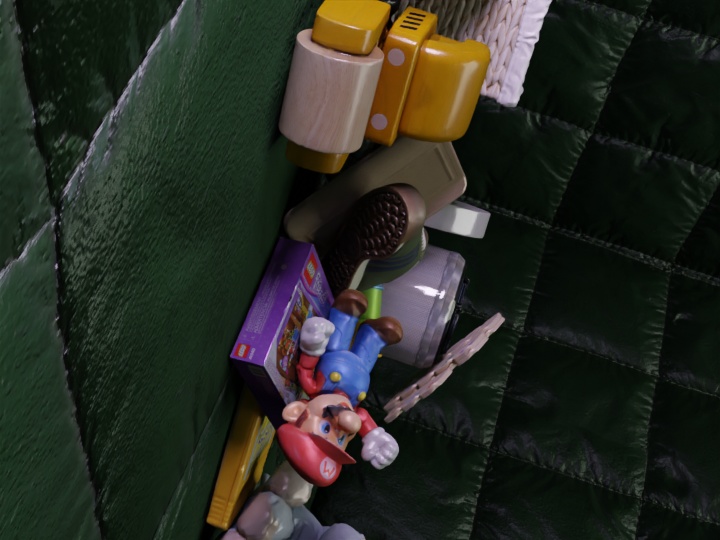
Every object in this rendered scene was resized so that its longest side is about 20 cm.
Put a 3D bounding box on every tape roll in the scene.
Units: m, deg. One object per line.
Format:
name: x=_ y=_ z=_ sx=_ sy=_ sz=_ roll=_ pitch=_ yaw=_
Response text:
tape roll: x=0.074 y=-0.089 z=1.359 sx=0.203 sy=0.202 sz=0.037 roll=-44 pitch=151 yaw=-80

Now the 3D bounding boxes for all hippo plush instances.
hippo plush: x=-0.081 y=0.333 z=1.183 sx=0.159 sy=0.161 sz=0.200 roll=-50 pitch=180 yaw=-26

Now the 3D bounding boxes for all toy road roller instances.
toy road roller: x=0.026 y=-0.159 z=0.851 sx=0.200 sy=0.146 sz=0.123 roll=-64 pitch=171 yaw=-60

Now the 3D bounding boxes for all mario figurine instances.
mario figurine: x=-0.009 y=0.117 z=0.991 sx=0.106 sy=0.123 sz=0.200 roll=98 pitch=10 yaw=-56

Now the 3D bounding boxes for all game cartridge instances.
game cartridge: x=-0.118 y=0.178 z=1.157 sx=0.176 sy=0.032 sz=0.201 roll=-52 pitch=158 yaw=-77

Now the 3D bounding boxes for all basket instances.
basket: x=0.124 y=-0.298 z=1.060 sx=0.198 sy=0.160 sz=0.201 roll=-59 pitch=167 yaw=-69

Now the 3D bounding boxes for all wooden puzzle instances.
wooden puzzle: x=0.019 y=-0.077 z=1.067 sx=0.185 sy=0.037 sz=0.200 roll=-35 pitch=161 yaw=5

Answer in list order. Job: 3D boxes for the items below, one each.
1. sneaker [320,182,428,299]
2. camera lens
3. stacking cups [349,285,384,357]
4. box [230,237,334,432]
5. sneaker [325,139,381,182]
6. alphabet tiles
sneaker: x=0.033 y=-0.037 z=1.028 sx=0.090 sy=0.067 sz=0.200 roll=-18 pitch=164 yaw=-31
camera lens: x=0.034 y=0.031 z=1.342 sx=0.160 sy=0.199 sz=0.161 roll=18 pitch=90 yaw=-85
stacking cups: x=0.000 y=0.000 z=1.185 sx=0.061 sy=0.060 sz=0.201 roll=29 pitch=64 yaw=-85
box: x=-0.067 y=0.078 z=1.041 sx=0.200 sy=0.039 sz=0.137 roll=73 pitch=34 yaw=-57
sneaker: x=0.016 y=-0.142 z=1.051 sx=0.091 sy=0.078 sz=0.200 roll=-23 pitch=162 yaw=-17
alphabet tiles: x=0.108 y=0.125 z=1.344 sx=0.200 sy=0.015 sz=0.196 roll=-42 pitch=179 yaw=44
